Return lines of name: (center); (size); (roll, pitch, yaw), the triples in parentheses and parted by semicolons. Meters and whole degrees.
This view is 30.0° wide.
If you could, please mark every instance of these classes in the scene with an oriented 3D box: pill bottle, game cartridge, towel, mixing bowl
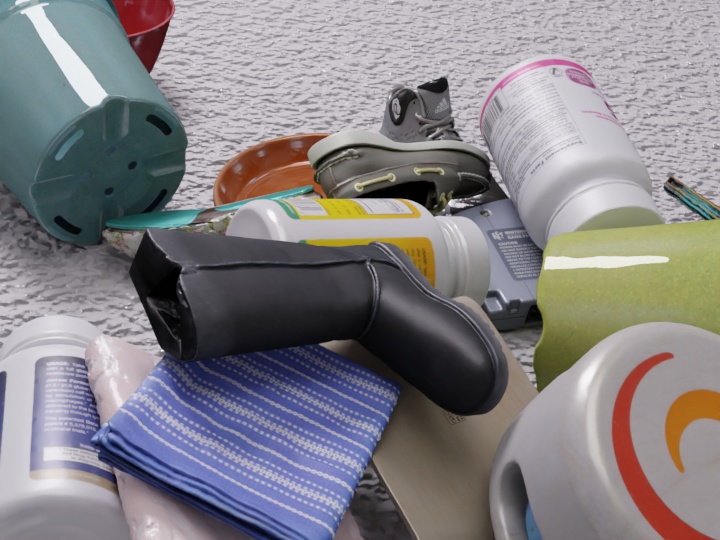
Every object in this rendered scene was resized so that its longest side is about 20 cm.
pill bottle: (-0.192, 0.118, 0.850); (0.110, 0.112, 0.201); (-1, 33, -11)
game cartridge: (0.176, -0.013, 1.182); (0.198, 0.042, 0.134); (-6, 40, -19)
pill bottle: (0.181, -0.083, 1.150); (0.112, 0.114, 0.201); (-3, 44, -15)
pill bottle: (0.000, 0.000, 1.064); (0.198, 0.114, 0.113); (-3, 31, -31)
towel: (0.352, -0.015, 1.165); (0.146, 0.022, 0.200); (30, 12, -18)
mixing bowl: (-0.292, -0.228, 1.390); (0.198, 0.109, 0.201); (5, 32, -3)
towel: (-0.059, 0.084, 0.807); (0.144, 0.024, 0.200); (27, 28, 3)
towel: (-0.075, 0.139, 0.819); (0.190, 0.032, 0.201); (29, 20, -37)

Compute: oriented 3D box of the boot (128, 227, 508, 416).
boot: (-0.026, 0.035, 0.835); (0.199, 0.066, 0.165); (5, 27, -42)

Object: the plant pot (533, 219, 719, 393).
plant pot: (0.228, 0.043, 1.000); (0.182, 0.202, 0.201); (3, 30, 17)

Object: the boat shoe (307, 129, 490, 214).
boat shoe: (0.042, -0.075, 1.158); (0.200, 0.072, 0.061); (2, 64, -43)

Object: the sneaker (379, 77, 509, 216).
sneaker: (0.079, -0.119, 1.276); (0.074, 0.117, 0.200); (-18, 39, -34)

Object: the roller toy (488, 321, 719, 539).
roller toy: (0.179, 0.136, 0.827); (0.181, 0.140, 0.201); (32, 53, -4)

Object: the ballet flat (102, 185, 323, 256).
ballet flat: (-0.121, -0.025, 1.126); (0.198, 0.065, 0.076); (-8, 11, 14)

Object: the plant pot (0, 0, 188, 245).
plant pot: (-0.260, -0.138, 1.189); (0.199, 0.202, 0.196); (-16, 45, -32)

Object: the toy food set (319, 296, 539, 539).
toy food set: (0.054, 0.115, 0.918); (0.142, 0.061, 0.201); (-16, 58, -29)

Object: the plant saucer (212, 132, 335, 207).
plant saucer: (-0.035, -0.063, 1.232); (0.198, 0.033, 0.201); (2, 36, -1)
